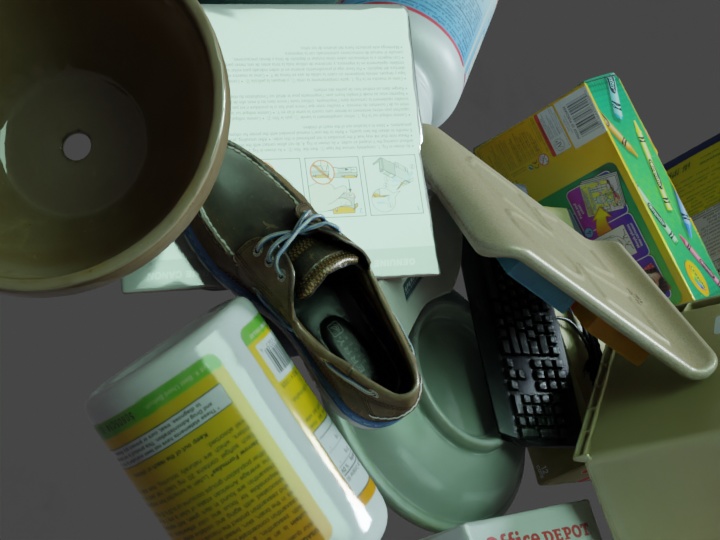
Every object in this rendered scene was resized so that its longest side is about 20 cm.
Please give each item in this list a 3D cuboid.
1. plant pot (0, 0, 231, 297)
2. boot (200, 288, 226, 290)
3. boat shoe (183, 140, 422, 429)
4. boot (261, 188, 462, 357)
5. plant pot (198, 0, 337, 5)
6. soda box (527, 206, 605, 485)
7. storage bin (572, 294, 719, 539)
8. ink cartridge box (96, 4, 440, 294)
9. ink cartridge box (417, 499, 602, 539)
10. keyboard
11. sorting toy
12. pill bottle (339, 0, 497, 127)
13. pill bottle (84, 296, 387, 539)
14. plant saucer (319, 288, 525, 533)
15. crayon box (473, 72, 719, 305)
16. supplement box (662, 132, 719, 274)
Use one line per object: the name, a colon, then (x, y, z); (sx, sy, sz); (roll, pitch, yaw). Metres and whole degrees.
plant pot: (-0.167, -0.079, 0.920); (0.093, 0.200, 0.201); (75, -6, -79)
boot: (-0.089, -0.097, 1.079); (0.188, 0.068, 0.200); (-24, 80, -42)
boat shoe: (-0.029, -0.001, 0.943); (0.072, 0.072, 0.200); (-42, 91, -21)
boot: (0.000, 0.000, 1.085); (0.200, 0.090, 0.073); (-46, 129, -61)
plant pot: (-0.107, -0.244, 1.035); (0.196, 0.200, 0.201); (14, 56, -41)
soda box: (0.143, 0.055, 1.242); (0.068, 0.064, 0.201); (2, 64, -48)
storage bin: (0.262, 0.091, 1.112); (0.094, 0.199, 0.199); (65, 27, -21)
ink cartridge box: (-0.060, -0.073, 1.014); (0.199, 0.045, 0.177); (-3, 78, -18)
ink cartridge box: (0.109, 0.255, 1.053); (0.145, 0.083, 0.201); (0, 66, -49)
keyboard: (0.128, 0.030, 1.179); (0.127, 0.021, 0.201); (6, 63, -37)
sorting toy: (0.125, -0.009, 1.105); (0.200, 0.037, 0.185); (28, 17, -29)
pill bottle: (0.031, -0.167, 1.222); (0.109, 0.109, 0.200); (44, 40, -19)
pill bottle: (-0.055, 0.125, 0.931); (0.200, 0.111, 0.111); (56, 38, -5)
plant saucer: (0.056, 0.078, 1.139); (0.200, 0.050, 0.201); (28, 47, -35)
crayon box: (0.186, -0.037, 1.305); (0.058, 0.119, 0.201); (-20, 82, -52)
supplement box: (0.323, -0.013, 1.452); (0.109, 0.109, 0.200); (40, 42, -24)
